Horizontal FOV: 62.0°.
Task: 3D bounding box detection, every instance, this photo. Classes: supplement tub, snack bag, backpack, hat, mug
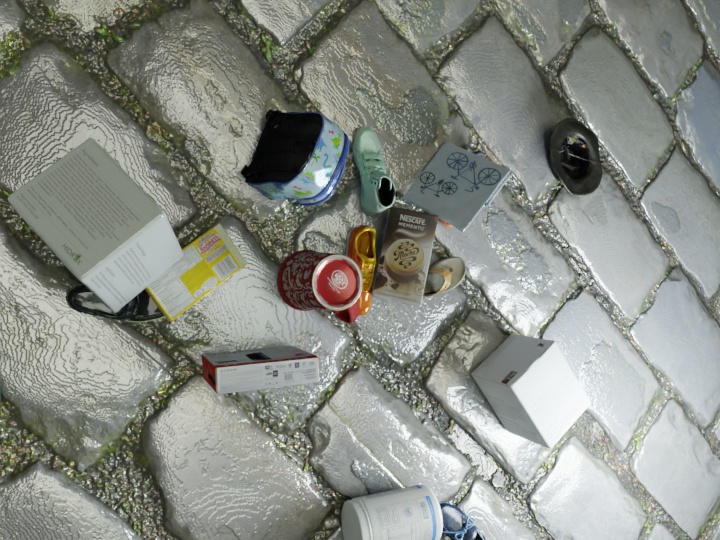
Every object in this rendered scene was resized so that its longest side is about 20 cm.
[{"bbox_3d":[0.070,0.560,1.334,0.198,0.132,0.134,-3,91,-22],"label":"supplement tub"},{"bbox_3d":[0.223,-0.195,1.395,0.201,0.188,0.021,-52,153,-15],"label":"snack bag"},{"bbox_3d":[-0.115,-0.224,1.214,0.146,0.199,0.185,30,77,-40],"label":"backpack"},{"bbox_3d":[0.539,-0.287,1.563,0.199,0.081,0.203,4,82,-28],"label":"hat"},{"bbox_3d":[-0.063,0.027,1.237,0.176,0.200,0.135,18,83,-22],"label":"mug"}]

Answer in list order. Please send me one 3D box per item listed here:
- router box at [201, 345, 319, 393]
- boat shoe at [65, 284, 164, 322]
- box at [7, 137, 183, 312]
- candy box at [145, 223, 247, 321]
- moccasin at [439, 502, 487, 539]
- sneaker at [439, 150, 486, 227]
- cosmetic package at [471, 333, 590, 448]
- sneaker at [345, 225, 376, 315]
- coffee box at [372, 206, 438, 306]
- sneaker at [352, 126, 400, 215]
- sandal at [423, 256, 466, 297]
[{"bbox_3d":[-0.203,0.193,1.188,0.198,0.179,0.049,-3,92,-24],"label":"router box"},{"bbox_3d":[-0.453,0.059,1.141,0.198,0.066,0.075,13,84,-23],"label":"boat shoe"},{"bbox_3d":[-0.446,-0.072,1.041,0.171,0.199,0.200,-42,80,-18],"label":"box"},{"bbox_3d":[-0.329,0.002,1.193,0.200,0.026,0.103,-41,104,-32],"label":"candy box"},{"bbox_3d":[0.259,0.631,1.449,0.200,0.068,0.081,41,75,-18],"label":"moccasin"},{"bbox_3d":[0.261,-0.196,1.442,0.075,0.078,0.202,26,80,-22],"label":"sneaker"},{"bbox_3d":[0.414,0.288,1.463,0.164,0.165,0.201,-38,105,-19],"label":"cosmetic package"},{"bbox_3d":[0.000,0.000,1.332,0.072,0.077,0.202,-3,93,-25],"label":"sneaker"},{"bbox_3d":[0.101,-0.030,1.351,0.112,0.080,0.202,11,84,4],"label":"coffee box"},{"bbox_3d":[0.039,-0.227,1.324,0.073,0.118,0.203,-8,92,-21],"label":"sneaker"},{"bbox_3d":[0.171,0.023,1.416,0.198,0.054,0.081,-16,95,-22],"label":"sandal"}]
